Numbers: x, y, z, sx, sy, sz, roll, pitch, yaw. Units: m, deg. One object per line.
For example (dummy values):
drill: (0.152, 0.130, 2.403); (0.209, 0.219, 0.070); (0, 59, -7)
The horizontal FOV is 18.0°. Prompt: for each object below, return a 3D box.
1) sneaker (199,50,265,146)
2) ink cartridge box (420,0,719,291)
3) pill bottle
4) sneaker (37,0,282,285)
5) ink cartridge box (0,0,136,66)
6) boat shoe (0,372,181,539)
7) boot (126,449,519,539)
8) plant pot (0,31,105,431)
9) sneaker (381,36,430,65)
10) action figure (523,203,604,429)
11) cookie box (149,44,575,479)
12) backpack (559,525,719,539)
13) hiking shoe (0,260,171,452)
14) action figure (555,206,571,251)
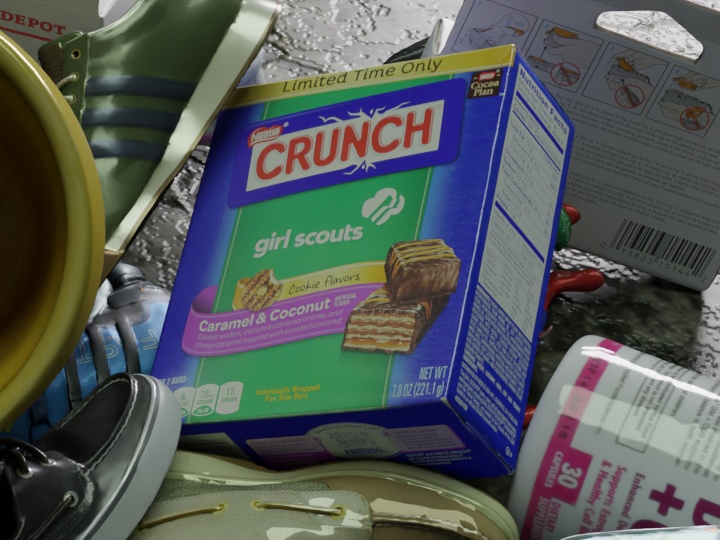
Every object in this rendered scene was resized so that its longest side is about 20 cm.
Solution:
sneaker: (-0.137, -0.097, 1.300); (0.200, 0.088, 0.081); (4, 38, 31)
ink cartridge box: (0.132, -0.091, 1.231); (0.200, 0.176, 0.045); (18, 38, -9)
pill bottle: (0.176, 0.115, 1.061); (0.200, 0.113, 0.113); (20, 40, 15)
sneaker: (-0.125, -0.074, 1.110); (0.090, 0.067, 0.200); (34, 70, -6)
ink cartridge box: (-0.181, -0.116, 1.212); (0.117, 0.200, 0.067); (16, 39, 9)
boat shoe: (-0.154, 0.110, 0.997); (0.070, 0.066, 0.200); (2, 47, 49)
boot: (-0.035, 0.154, 1.005); (0.200, 0.072, 0.155); (5, 37, 7)
plant pot: (-0.204, -0.015, 0.967); (0.201, 0.201, 0.189); (8, 0, -1)
sneaker: (0.033, -0.094, 1.352); (0.200, 0.076, 0.088); (-32, 23, -30)
action figure: (0.090, 0.034, 1.166); (0.099, 0.065, 0.200); (-8, 27, 37)
cookie box: (0.000, 0.000, 1.097); (0.171, 0.075, 0.200); (-7, 54, 29)
backpack: (0.106, 0.198, 0.925); (0.200, 0.151, 0.178); (-3, 41, -7)
hiking shoe: (-0.133, 0.063, 1.098); (0.087, 0.074, 0.200); (21, 40, 17)
action figure: (0.017, -0.020, 1.198); (0.200, 0.055, 0.118); (-2, 45, 24)
